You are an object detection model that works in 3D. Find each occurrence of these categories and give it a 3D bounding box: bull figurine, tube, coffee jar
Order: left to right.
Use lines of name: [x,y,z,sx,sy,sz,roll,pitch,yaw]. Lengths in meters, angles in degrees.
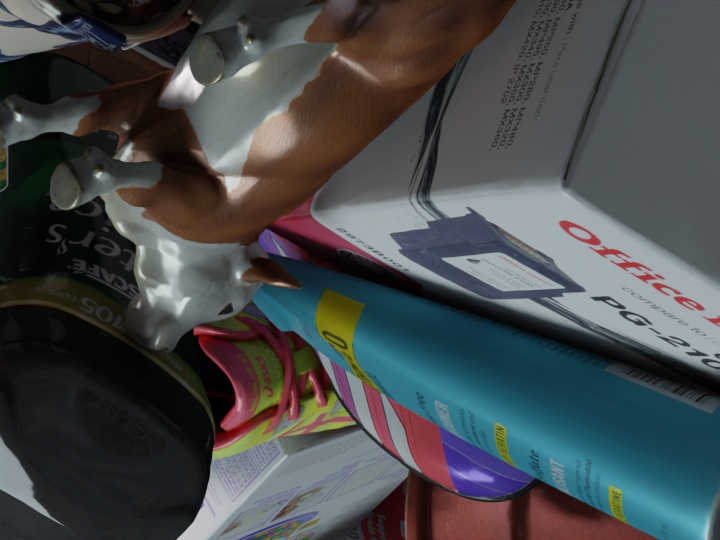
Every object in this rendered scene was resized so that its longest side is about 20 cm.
coffee jar: [-0.105,0.015,0.834,0.104,0.085,0.200,36,-154,-28]
bull figurine: [-0.035,-0.049,0.705,0.121,0.200,0.065,-1,-127,-48]
tube: [0.041,0.036,0.790,0.200,0.050,0.077,22,159,28]

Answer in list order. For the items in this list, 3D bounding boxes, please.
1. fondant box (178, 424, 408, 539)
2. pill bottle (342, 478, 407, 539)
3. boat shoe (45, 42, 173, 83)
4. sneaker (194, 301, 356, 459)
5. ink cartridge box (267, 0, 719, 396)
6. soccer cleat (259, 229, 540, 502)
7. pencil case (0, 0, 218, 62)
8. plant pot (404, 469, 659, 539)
fondant box: [-0.037,0.090,1.104,0.058,0.144,0.200,58,137,17]
pill bottle: [0.081,0.116,1.199,0.200,0.113,0.112,11,162,42]
boat shoe: [-0.079,-0.049,0.977,0.200,0.072,0.065,27,-178,-34]
sneaker: [-0.035,0.038,0.935,0.199,0.078,0.090,-17,-172,-8]
ink cartridge box: [0.079,-0.023,0.759,0.145,0.085,0.200,29,166,-24]
soccer cleat: [0.000,0.000,0.872,0.200,0.068,0.073,54,178,15]
pencil case: [-0.118,-0.104,0.793,0.090,0.078,0.200,55,155,-19]
plant pot: [0.156,0.097,0.907,0.195,0.201,0.201,-5,150,47]
